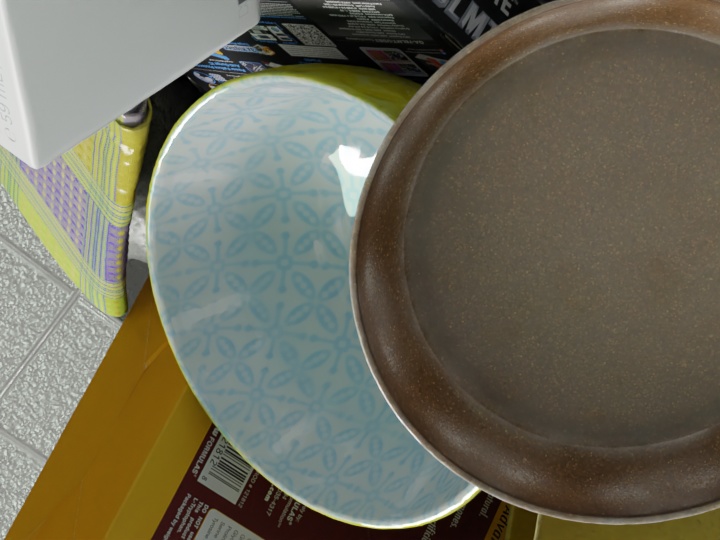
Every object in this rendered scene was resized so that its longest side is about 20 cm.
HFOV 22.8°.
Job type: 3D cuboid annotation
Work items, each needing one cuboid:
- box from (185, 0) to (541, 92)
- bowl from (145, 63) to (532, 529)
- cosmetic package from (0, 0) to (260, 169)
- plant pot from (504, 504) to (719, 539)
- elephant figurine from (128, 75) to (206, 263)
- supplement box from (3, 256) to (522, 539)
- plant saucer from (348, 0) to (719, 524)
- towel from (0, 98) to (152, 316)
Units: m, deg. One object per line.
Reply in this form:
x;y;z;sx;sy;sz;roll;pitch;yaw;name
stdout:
0.000;-0.097;0.793;0.199;0.050;0.198;10;164;40;box
0.014;-0.003;0.766;0.199;0.107;0.201;19;122;34;bowl
-0.152;-0.181;0.650;0.200;0.123;0.200;35;147;29;cosmetic package
0.176;0.080;0.792;0.199;0.197;0.194;10;172;3;plant pot
-0.130;-0.104;0.953;0.154;0.142;0.201;7;138;11;elephant figurine
-0.044;0.125;0.896;0.200;0.198;0.133;35;160;-22;supplement box
0.095;-0.005;0.638;0.200;0.200;0.032;38;-164;-12;plant saucer
-0.148;-0.072;0.868;0.144;0.023;0.200;51;154;19;towel
